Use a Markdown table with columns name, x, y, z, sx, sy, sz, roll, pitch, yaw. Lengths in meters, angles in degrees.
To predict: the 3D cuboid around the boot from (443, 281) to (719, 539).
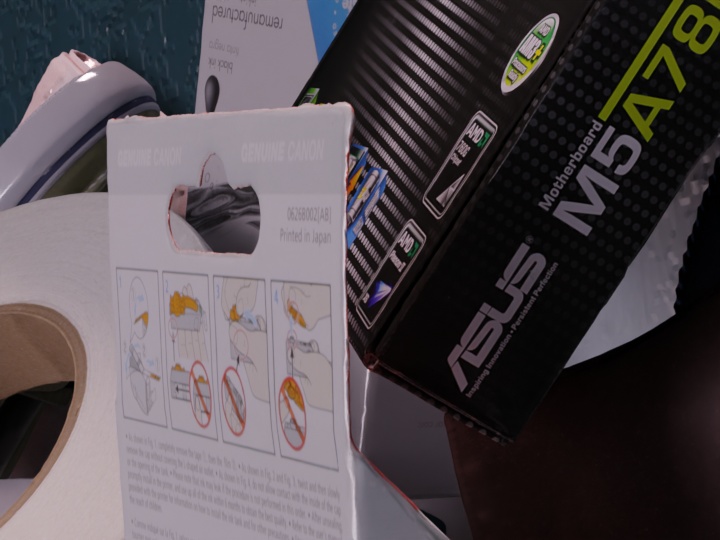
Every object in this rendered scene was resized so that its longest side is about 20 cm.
| name | x | y | z | sx | sy | sz | roll | pitch | yaw |
| --- | --- | --- | --- | --- | --- | --- | --- | --- | --- |
| boot | 0.094 | 0.016 | 0.608 | 0.165 | 0.072 | 0.202 | -12 | 96 | 19 |

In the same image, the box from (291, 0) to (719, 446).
| name | x | y | z | sx | sy | sz | roll | pitch | yaw |
| --- | --- | --- | --- | --- | --- | --- | --- | --- | --- |
| box | 0.052 | -0.074 | 0.660 | 0.194 | 0.047 | 0.200 | -59 | 16 | 8 |

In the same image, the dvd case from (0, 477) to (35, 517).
| name | x | y | z | sx | sy | sz | roll | pitch | yaw |
| --- | --- | --- | --- | --- | --- | --- | --- | --- | --- |
| dvd case | -0.103 | 0.124 | 0.783 | 0.199 | 0.025 | 0.151 | -5 | 46 | 37 |

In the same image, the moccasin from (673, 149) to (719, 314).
| name | x | y | z | sx | sy | sz | roll | pitch | yaw |
| --- | --- | --- | --- | --- | --- | --- | --- | --- | --- |
| moccasin | 0.116 | -0.058 | 0.661 | 0.081 | 0.068 | 0.201 | 50 | 129 | 44 |

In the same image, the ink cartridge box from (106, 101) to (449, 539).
| name | x | y | z | sx | sy | sz | roll | pitch | yaw |
| --- | --- | --- | --- | --- | --- | --- | --- | --- | --- |
| ink cartridge box | -0.010 | 0.064 | 0.612 | 0.162 | 0.050 | 0.202 | -176 | 84 | -67 |

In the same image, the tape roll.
| name | x | y | z | sx | sy | sz | roll | pitch | yaw |
| --- | --- | --- | --- | --- | --- | --- | --- | --- | --- |
| tape roll | -0.116 | 0.063 | 0.806 | 0.202 | 0.037 | 0.204 | -24 | 38 | 20 |

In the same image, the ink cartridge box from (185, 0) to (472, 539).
| name | x | y | z | sx | sy | sz | roll | pitch | yaw |
| --- | --- | --- | --- | --- | --- | --- | --- | --- | --- |
| ink cartridge box | 0.000 | 0.000 | 0.835 | 0.116 | 0.066 | 0.202 | 16 | 103 | 55 |

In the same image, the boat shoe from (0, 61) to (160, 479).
| name | x | y | z | sx | sy | sz | roll | pitch | yaw |
| --- | --- | --- | --- | --- | --- | --- | --- | --- | --- |
| boat shoe | -0.121 | 0.023 | 0.937 | 0.062 | 0.072 | 0.201 | 36 | 97 | 15 |

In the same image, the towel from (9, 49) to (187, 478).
| name | x | y | z | sx | sy | sz | roll | pitch | yaw |
| --- | --- | --- | --- | --- | --- | --- | --- | --- | --- |
| towel | -0.109 | 0.040 | 0.979 | 0.191 | 0.032 | 0.201 | 38 | 102 | 50 |
